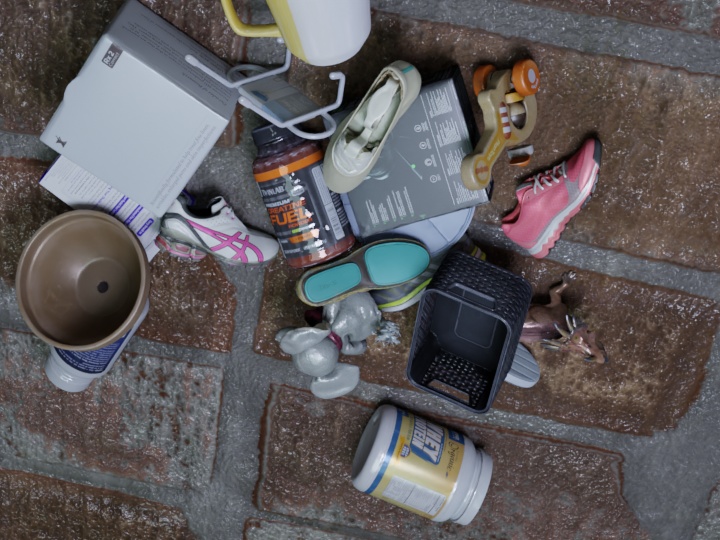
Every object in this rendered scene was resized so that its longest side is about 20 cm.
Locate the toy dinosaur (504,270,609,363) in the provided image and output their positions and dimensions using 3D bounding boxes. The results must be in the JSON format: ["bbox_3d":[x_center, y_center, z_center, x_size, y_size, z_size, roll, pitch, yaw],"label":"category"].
[{"bbox_3d":[0.257,0.080,1.733,0.197,0.136,0.087,-6,124,13],"label":"toy dinosaur"}]

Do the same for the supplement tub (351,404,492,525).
[{"bbox_3d":[0.098,0.316,1.917,0.198,0.145,0.146,23,125,-8],"label":"supplement tub"}]

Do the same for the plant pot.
[{"bbox_3d":[-0.391,0.018,1.728,0.198,0.093,0.204,-1,82,10],"label":"plant pot"}]

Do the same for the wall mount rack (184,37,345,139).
[{"bbox_3d":[-0.123,-0.238,1.530,0.200,0.173,0.075,39,136,34],"label":"wall mount rack"}]

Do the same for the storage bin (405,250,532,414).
[{"bbox_3d":[0.152,0.089,1.681,0.134,0.094,0.202,22,136,14],"label":"storage bin"}]

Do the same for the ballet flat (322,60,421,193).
[{"bbox_3d":[0.006,-0.179,1.515,0.069,0.070,0.201,28,112,-11],"label":"ballet flat"}]

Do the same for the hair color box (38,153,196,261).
[{"bbox_3d":[-0.353,-0.115,1.740,0.199,0.065,0.109,39,121,-16],"label":"hair color box"}]

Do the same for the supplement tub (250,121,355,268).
[{"bbox_3d":[-0.086,-0.112,1.658,0.106,0.107,0.202,-17,102,20],"label":"supplement tub"}]

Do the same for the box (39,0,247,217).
[{"bbox_3d":[-0.293,-0.220,1.616,0.199,0.131,0.199,34,123,-14],"label":"box"}]

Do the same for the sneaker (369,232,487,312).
[{"bbox_3d":[0.084,-0.006,1.751,0.198,0.074,0.081,-27,108,18],"label":"sneaker"}]

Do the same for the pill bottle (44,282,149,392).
[{"bbox_3d":[-0.421,0.098,1.869,0.110,0.112,0.200,31,123,-13],"label":"pill bottle"}]

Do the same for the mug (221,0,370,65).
[{"bbox_3d":[-0.065,-0.350,1.501,0.185,0.149,0.154,21,143,34],"label":"mug"}]

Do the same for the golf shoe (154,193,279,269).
[{"bbox_3d":[-0.195,-0.056,1.719,0.198,0.072,0.093,9,109,-39],"label":"golf shoe"}]

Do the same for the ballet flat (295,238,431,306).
[{"bbox_3d":[0.000,0.000,1.673,0.198,0.071,0.071,-17,126,-15],"label":"ballet flat"}]

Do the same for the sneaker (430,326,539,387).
[{"bbox_3d":[0.179,0.127,1.828,0.198,0.073,0.071,28,140,-4],"label":"sneaker"}]

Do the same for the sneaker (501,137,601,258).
[{"bbox_3d":[0.261,-0.105,1.643,0.086,0.074,0.201,25,125,-7],"label":"sneaker"}]

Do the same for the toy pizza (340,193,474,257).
[{"bbox_3d":[0.066,-0.112,1.681,0.197,0.032,0.203,3,110,9],"label":"toy pizza"}]

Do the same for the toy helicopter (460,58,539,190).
[{"bbox_3d":[0.181,-0.170,1.539,0.078,0.201,0.133,-2,133,38],"label":"toy helicopter"}]

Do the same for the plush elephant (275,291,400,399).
[{"bbox_3d":[-0.051,0.091,1.734,0.154,0.200,0.166,-32,128,-16],"label":"plush elephant"}]

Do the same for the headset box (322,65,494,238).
[{"bbox_3d":[0.060,-0.157,1.598,0.197,0.093,0.176,-16,106,15],"label":"headset box"}]
